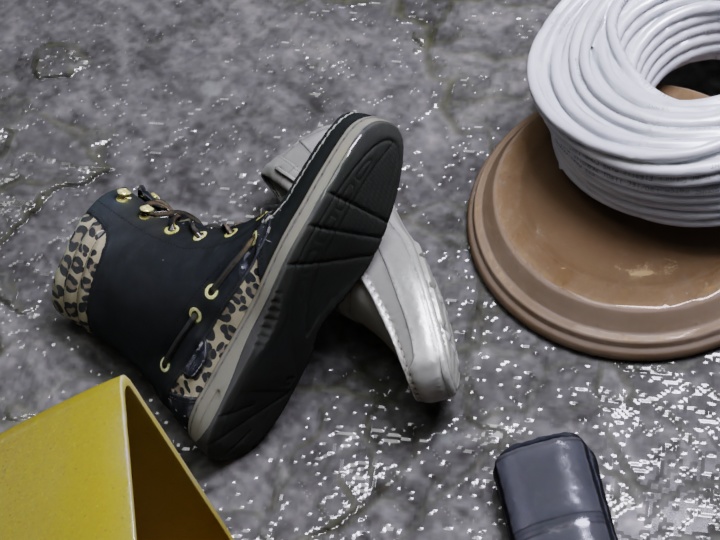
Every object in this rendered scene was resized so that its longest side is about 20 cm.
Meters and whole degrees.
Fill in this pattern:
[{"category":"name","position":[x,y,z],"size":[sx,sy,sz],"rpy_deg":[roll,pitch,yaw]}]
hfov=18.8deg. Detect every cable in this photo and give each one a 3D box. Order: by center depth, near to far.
[{"category":"cable","position":[0.197,-0.112,1.236],"size":[0.199,0.069,0.200],"rpy_deg":[6,51,22]}]

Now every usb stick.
[{"category":"usb stick","position":[0.111,0.170,1.096],"size":[0.055,0.033,0.201],"rpy_deg":[-10,53,-3]}]

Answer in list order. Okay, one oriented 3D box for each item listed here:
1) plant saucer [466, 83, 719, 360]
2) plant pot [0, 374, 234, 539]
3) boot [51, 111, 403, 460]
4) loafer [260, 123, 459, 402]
[{"category":"plant saucer","position":[0.160,-0.037,1.254],"size":[0.199,0.030,0.201],"rpy_deg":[-3,52,4]},{"category":"plant pot","position":[-0.151,0.200,1.007],"size":[0.176,0.200,0.201],"rpy_deg":[-15,52,7]},{"category":"boot","position":[-0.078,-0.020,1.187],"size":[0.154,0.073,0.204],"rpy_deg":[35,103,32]},{"category":"loafer","position":[0.000,0.000,1.220],"size":[0.070,0.070,0.200],"rpy_deg":[-23,48,-3]}]
